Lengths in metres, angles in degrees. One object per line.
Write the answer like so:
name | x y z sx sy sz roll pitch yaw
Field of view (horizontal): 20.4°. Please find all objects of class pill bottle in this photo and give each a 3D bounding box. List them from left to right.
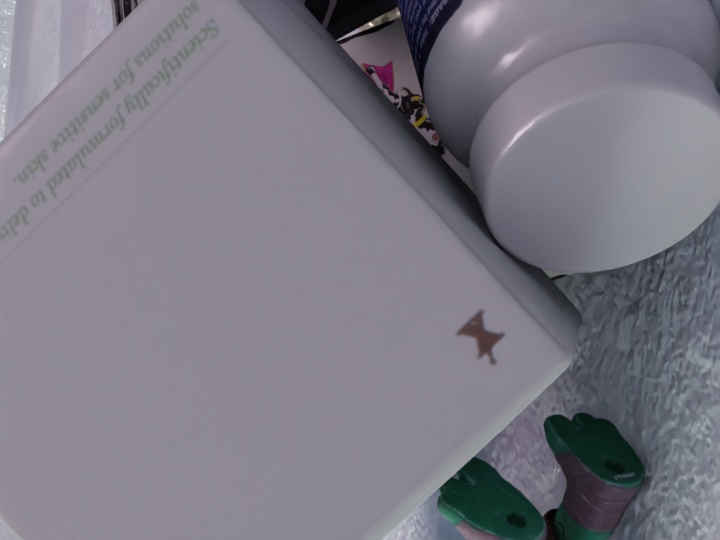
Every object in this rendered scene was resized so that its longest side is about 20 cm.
pill bottle | 0.073 -0.103 0.777 0.116 0.115 0.200 110 157 -44

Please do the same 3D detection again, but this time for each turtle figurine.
turtle figurine | 0.054 0.160 0.843 0.150 0.100 0.200 -42 -26 -52

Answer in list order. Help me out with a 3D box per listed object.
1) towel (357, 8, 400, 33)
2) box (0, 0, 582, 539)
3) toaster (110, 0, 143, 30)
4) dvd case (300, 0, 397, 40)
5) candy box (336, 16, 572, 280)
towel | 0.031 -0.223 1.049 0.200 0.034 0.133 115 161 -51
box | -0.049 0.020 0.777 0.199 0.200 0.171 -43 -1 9
toaster | -0.094 -0.213 1.344 0.181 0.118 0.201 114 153 -49
dvd case | 0.023 -0.192 0.879 0.025 0.150 0.200 36 130 18
candy box | -0.014 -0.033 0.921 0.061 0.199 0.137 58 -164 -50
